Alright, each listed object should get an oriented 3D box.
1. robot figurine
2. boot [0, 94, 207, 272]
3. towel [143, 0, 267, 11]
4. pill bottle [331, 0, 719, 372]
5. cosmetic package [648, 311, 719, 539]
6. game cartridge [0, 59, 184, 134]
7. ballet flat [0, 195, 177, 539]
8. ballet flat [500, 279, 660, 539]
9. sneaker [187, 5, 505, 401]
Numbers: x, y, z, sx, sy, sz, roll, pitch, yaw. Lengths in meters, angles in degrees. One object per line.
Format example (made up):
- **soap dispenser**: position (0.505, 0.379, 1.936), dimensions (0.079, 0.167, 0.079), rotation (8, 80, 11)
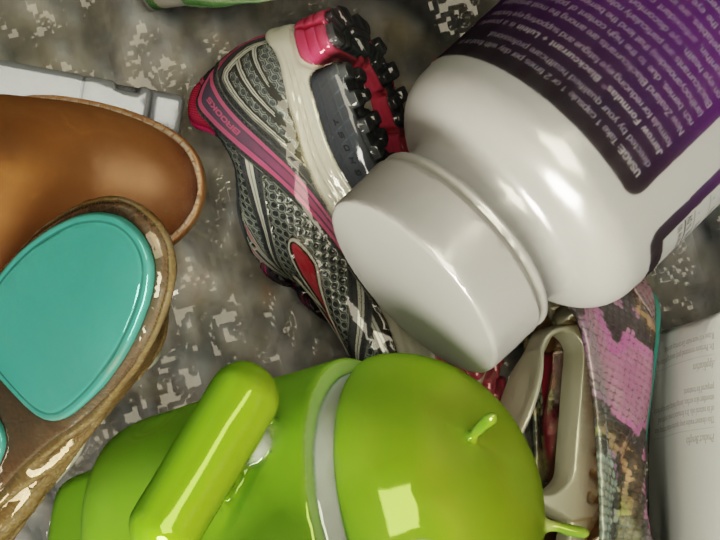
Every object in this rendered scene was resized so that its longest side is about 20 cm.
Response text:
- **robot figurine**: position (-0.021, 0.097, 1.066), dimensions (0.200, 0.175, 0.116), rotation (-16, 48, 26)
- **boot**: position (-0.148, -0.045, 1.038), dimensions (0.199, 0.155, 0.077), rotation (12, 82, -8)
- **towel**: position (-0.010, -0.180, 1.112), dimensions (0.200, 0.023, 0.153), rotation (-4, 83, 35)
- **pill bottle**: position (0.087, -0.058, 1.072), dimensions (0.200, 0.111, 0.111), rotation (-43, 92, -19)
- **cosmetic package**: position (0.162, 0.119, 1.130), dimensions (0.081, 0.113, 0.201), rotation (0, 86, -9)
- **game cartridge**: position (-0.177, -0.021, 1.128), dimensions (0.199, 0.042, 0.134), rotation (10, 87, -8)
- **ballet flat**: position (-0.115, 0.045, 1.077), dimensions (0.068, 0.072, 0.200), rotation (46, 119, 19)
- **ballet flat**: position (0.081, 0.094, 1.136), dimensions (0.071, 0.069, 0.201), rotation (6, 79, -30)
- **sneaker**: position (0.000, 0.000, 1.140), dimensions (0.075, 0.081, 0.200), rotation (-20, 91, 20)
